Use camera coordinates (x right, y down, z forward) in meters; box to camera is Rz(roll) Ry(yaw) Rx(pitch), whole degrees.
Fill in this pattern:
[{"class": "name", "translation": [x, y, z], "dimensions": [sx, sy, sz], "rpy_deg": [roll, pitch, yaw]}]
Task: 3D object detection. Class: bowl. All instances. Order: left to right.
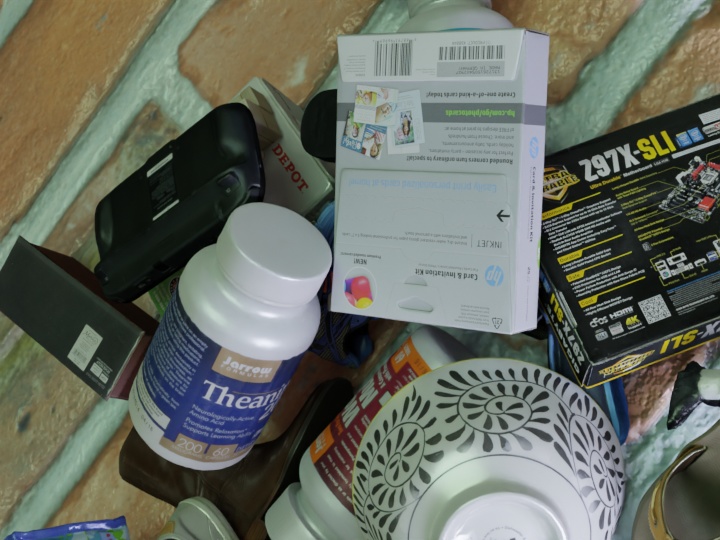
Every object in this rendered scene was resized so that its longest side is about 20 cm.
[{"class": "bowl", "translation": [0.092, 0.170, 0.792], "dimensions": [0.199, 0.094, 0.202], "rpy_deg": [0, 105, 0]}]

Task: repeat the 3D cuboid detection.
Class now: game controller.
[{"class": "game controller", "translation": [-0.150, -0.053, 0.931], "dimensions": [0.199, 0.042, 0.105], "rpy_deg": [-30, 51, 34]}]

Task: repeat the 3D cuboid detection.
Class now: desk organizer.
[{"class": "desk organizer", "translation": [-0.261, 0.049, 1.105], "dimensions": [0.200, 0.077, 0.072], "rpy_deg": [32, 94, 33]}]

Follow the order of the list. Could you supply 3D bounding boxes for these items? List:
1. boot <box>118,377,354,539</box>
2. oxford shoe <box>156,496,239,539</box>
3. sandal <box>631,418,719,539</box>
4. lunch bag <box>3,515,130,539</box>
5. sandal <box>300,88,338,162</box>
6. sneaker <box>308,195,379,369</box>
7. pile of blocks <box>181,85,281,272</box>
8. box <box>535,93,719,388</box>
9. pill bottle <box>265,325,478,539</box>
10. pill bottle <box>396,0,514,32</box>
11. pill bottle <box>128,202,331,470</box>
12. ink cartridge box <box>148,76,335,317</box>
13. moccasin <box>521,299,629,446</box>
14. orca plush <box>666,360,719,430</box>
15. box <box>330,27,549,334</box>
[{"class": "boot", "translation": [-0.117, 0.140, 1.011], "dimensions": [0.199, 0.064, 0.187], "rpy_deg": [28, 90, 37]}, {"class": "oxford shoe", "translation": [-0.100, 0.277, 0.933], "dimensions": [0.200, 0.058, 0.075], "rpy_deg": [52, 137, 10]}, {"class": "sandal", "translation": [0.227, 0.155, 0.758], "dimensions": [0.080, 0.054, 0.201], "rpy_deg": [47, 136, 26]}, {"class": "lunch bag", "translation": [-0.261, 0.327, 1.007], "dimensions": [0.200, 0.127, 0.171], "rpy_deg": [-44, 54, 48]}, {"class": "sandal", "translation": [0.030, -0.115, 0.869], "dimensions": [0.199, 0.043, 0.077], "rpy_deg": [-7, 74, 35]}, {"class": "sneaker", "translation": [0.000, 0.000, 0.942], "dimensions": [0.078, 0.075, 0.201], "rpy_deg": [34, 134, 17]}, {"class": "pile of blocks", "translation": [-0.125, -0.061, 0.963], "dimensions": [0.082, 0.062, 0.201], "rpy_deg": [5, 80, 29]}, {"class": "box", "translation": [0.216, -0.027, 0.815], "dimensions": [0.199, 0.049, 0.160], "rpy_deg": [-20, 63, -6]}, {"class": "pill bottle", "translation": [0.023, 0.148, 0.893], "dimensions": [0.200, 0.109, 0.110], "rpy_deg": [-48, 59, 10]}, {"class": "pill bottle", "translation": [0.079, -0.135, 0.936], "dimensions": [0.110, 0.111, 0.201], "rpy_deg": [-13, 70, 27]}, {"class": "pill bottle", "translation": [-0.097, 0.050, 0.883], "dimensions": [0.111, 0.111, 0.201], "rpy_deg": [52, 130, 30]}, {"class": "ink cartridge box", "translation": [-0.108, -0.049, 1.037], "dimensions": [0.200, 0.084, 0.146], "rpy_deg": [-41, 61, 13]}, {"class": "moccasin", "translation": [0.148, 0.038, 0.866], "dimensions": [0.068, 0.080, 0.201], "rpy_deg": [-15, 69, 22]}, {"class": "orca plush", "translation": [0.304, 0.110, 0.764], "dimensions": [0.199, 0.105, 0.072], "rpy_deg": [-2, 107, 27]}, {"class": "box", "translation": [0.052, -0.064, 0.809], "dimensions": [0.155, 0.041, 0.202], "rpy_deg": [5, 96, 36]}]
